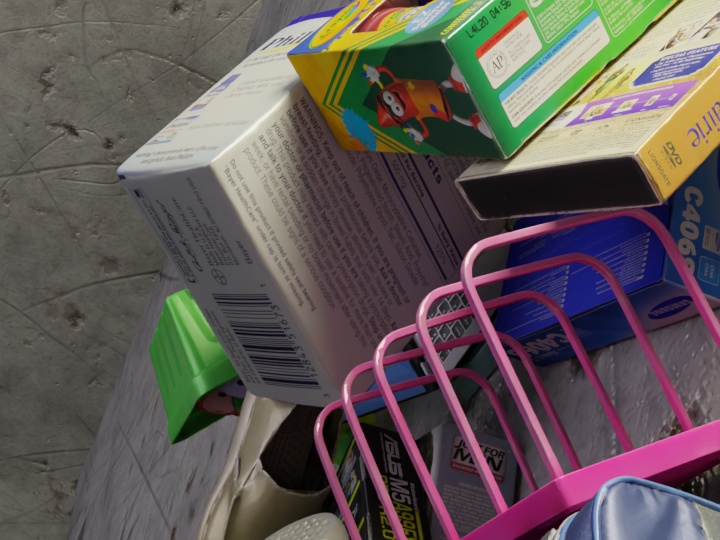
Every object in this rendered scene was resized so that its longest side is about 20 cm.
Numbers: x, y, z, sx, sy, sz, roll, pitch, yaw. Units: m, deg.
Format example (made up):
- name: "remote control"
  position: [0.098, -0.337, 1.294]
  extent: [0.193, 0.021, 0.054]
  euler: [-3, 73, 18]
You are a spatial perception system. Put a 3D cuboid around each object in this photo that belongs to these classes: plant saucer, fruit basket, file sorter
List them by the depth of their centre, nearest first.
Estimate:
- name: "file sorter"
  position: [0.078, 0.075, 0.588]
  extent: [0.200, 0.138, 0.127]
  euler: [-50, 58, 52]
- name: "plant saucer"
  position: [0.091, 0.003, 0.925]
  extent: [0.202, 0.019, 0.070]
  euler: [-86, 21, -43]
- name: "fruit basket"
  position: [-0.085, 0.108, 1.027]
  extent: [0.216, 0.154, 0.217]
  euler: [46, 152, 33]

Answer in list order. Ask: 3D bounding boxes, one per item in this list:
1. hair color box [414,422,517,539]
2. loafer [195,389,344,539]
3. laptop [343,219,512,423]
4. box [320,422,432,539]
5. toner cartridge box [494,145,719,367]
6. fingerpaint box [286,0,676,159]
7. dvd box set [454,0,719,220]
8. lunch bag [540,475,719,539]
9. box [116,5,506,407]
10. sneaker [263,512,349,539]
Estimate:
- name: "hair color box"
  position: [0.048, 0.213, 0.762]
  extent: [0.099, 0.060, 0.202]
  euler: [134, 150, -60]
- name: "loafer"
  position: [-0.060, 0.155, 0.788]
  extent: [0.068, 0.075, 0.203]
  euler: [-2, 76, 60]
- name: "laptop"
  position: [0.000, 0.000, 0.890]
  extent: [0.201, 0.115, 0.188]
  euler: [-57, 42, 28]
- name: "box"
  position: [-0.011, 0.228, 0.757]
  extent: [0.161, 0.044, 0.202]
  euler: [-98, 27, -63]
- name: "toner cartridge box"
  position: [0.147, -0.008, 0.698]
  extent: [0.200, 0.043, 0.096]
  euler: [146, 139, -66]
- name: "fingerpaint box"
  position: [0.081, -0.153, 0.650]
  extent: [0.200, 0.074, 0.166]
  euler: [-42, 25, -19]
- name: "dvd box set"
  position: [0.154, -0.100, 0.578]
  extent: [0.200, 0.030, 0.146]
  euler: [-43, 18, -22]
- name: "lunch bag"
  position: [0.116, 0.186, 0.421]
  extent: [0.202, 0.134, 0.133]
  euler: [-89, 23, -43]
- name: "box"
  position: [-0.024, -0.047, 0.763]
  extent: [0.104, 0.185, 0.200]
  euler: [0, 37, 46]
- name: "sneaker"
  position: [-0.062, 0.246, 0.725]
  extent: [0.200, 0.105, 0.075]
  euler: [-42, 9, 6]
